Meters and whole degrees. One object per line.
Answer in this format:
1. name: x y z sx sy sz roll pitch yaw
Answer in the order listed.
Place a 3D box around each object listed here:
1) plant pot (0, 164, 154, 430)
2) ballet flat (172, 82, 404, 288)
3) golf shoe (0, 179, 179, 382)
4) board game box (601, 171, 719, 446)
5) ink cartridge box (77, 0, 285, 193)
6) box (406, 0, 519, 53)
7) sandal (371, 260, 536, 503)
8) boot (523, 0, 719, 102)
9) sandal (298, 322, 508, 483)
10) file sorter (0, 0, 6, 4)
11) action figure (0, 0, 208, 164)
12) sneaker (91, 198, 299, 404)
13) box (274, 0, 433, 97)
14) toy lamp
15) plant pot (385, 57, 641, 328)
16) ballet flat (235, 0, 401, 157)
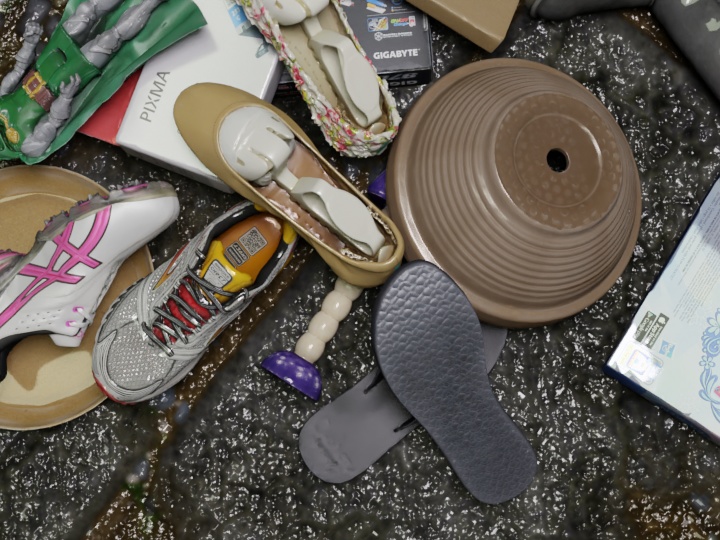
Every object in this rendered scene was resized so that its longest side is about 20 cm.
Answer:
1. plant pot: -0.252 0.021 1.034 0.197 0.027 0.203 0 81 3
2. ballet flat: -0.044 -0.067 0.947 0.199 0.063 0.069 39 75 -7
3. golf shoe: -0.211 0.006 0.989 0.199 0.073 0.093 -30 87 8
4. board game box: 0.314 0.042 1.000 0.198 0.043 0.201 33 84 8
5. ink cartridge box: -0.139 -0.182 1.006 0.174 0.045 0.202 20 84 4
6. box: 0.046 -0.279 1.018 0.199 0.021 0.165 29 64 -12
7. sandal: 0.061 0.082 0.966 0.075 0.043 0.202 -27 116 -3
8. boot: 0.246 -0.176 1.022 0.181 0.073 0.201 -31 82 -2
9. sandal: 0.038 0.082 1.005 0.076 0.043 0.200 43 85 7
10. file sorter: -0.323 -0.302 1.007 0.199 0.139 0.125 37 48 7
11. action figure: -0.214 -0.148 0.981 0.200 0.055 0.118 -46 64 13
12. sneaker: -0.120 0.013 0.984 0.078 0.082 0.200 42 76 -4
13. box: -0.047 -0.219 1.051 0.197 0.046 0.161 -5 82 2
14. toy lamp: 0.000 0.000 1.012 0.058 0.058 0.201 30 84 6
15. plant pot: 0.123 -0.067 0.972 0.198 0.093 0.204 4 76 -14
16. ballet flat: -0.029 -0.169 0.958 0.076 0.064 0.201 -41 108 -18
